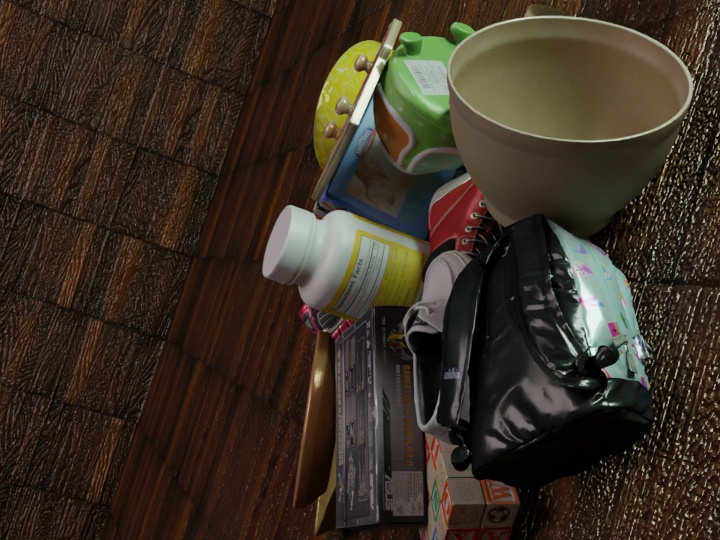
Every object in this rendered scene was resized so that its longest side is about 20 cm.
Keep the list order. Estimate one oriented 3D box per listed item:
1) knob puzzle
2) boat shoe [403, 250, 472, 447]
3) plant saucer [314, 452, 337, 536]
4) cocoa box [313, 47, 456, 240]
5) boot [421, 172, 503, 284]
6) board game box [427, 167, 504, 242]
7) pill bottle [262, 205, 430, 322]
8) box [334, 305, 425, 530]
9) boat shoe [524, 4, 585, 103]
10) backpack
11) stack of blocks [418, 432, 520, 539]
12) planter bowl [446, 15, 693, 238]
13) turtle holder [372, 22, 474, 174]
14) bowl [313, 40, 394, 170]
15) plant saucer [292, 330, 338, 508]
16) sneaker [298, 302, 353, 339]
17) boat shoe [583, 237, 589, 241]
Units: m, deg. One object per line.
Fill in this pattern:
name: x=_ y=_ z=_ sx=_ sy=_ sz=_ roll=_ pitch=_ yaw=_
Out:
knob puzzle: x=-0.005 y=-0.200 z=1.098 sx=0.220 sy=0.030 sz=0.221 roll=-155 pitch=90 yaw=-85
boat shoe: x=0.071 y=0.061 z=0.879 sx=0.072 sy=0.068 sz=0.201 roll=-39 pitch=40 yaw=46
plant saucer: x=-0.009 y=0.195 z=1.184 sx=0.200 sy=0.048 sz=0.201 roll=108 pitch=170 yaw=-56
cocoa box: x=0.046 y=-0.141 z=1.211 sx=0.201 sy=0.133 sz=0.131 roll=-65 pitch=7 yaw=-10
boot: x=0.139 y=-0.059 z=0.977 sx=0.200 sy=0.072 sz=0.145 roll=-39 pitch=25 yaw=37
board game box: x=0.122 y=-0.045 z=1.135 sx=0.120 sy=0.032 sz=0.201 roll=-56 pitch=23 yaw=27
pill bottle: x=0.000 y=0.000 z=1.080 sx=0.112 sy=0.199 sz=0.112 roll=-56 pitch=22 yaw=37
box: x=0.015 y=0.150 z=0.972 sx=0.158 sy=0.048 sz=0.201 roll=131 pitch=140 yaw=-68
boat shoe: x=0.200 y=-0.207 z=1.017 sx=0.201 sy=0.072 sz=0.065 roll=-96 pitch=21 yaw=-54
backpack: x=0.149 y=0.060 z=0.797 sx=0.166 sy=0.126 sz=0.201 roll=-32 pitch=43 yaw=34
stack of blocks: x=0.084 y=0.177 z=0.916 sx=0.201 sy=0.058 sz=0.116 roll=-101 pitch=16 yaw=-54
planter bowl: x=0.170 y=-0.112 z=0.855 sx=0.201 sy=0.199 sz=0.135 roll=-93 pitch=2 yaw=-48
turtle holder: x=0.092 y=-0.178 z=1.062 sx=0.185 sy=0.141 sz=0.132 roll=-42 pitch=-12 yaw=-45
bowl: x=0.035 y=-0.208 z=1.377 sx=0.107 sy=0.200 sz=0.201 roll=23 pitch=95 yaw=29
plant saucer: x=-0.046 y=0.170 z=1.125 sx=0.200 sy=0.037 sz=0.202 roll=-172 pitch=90 yaw=-88
sneaker: x=-0.001 y=0.017 z=1.269 sx=0.200 sy=0.074 sz=0.081 roll=-48 pitch=-10 yaw=-44
boat shoe: x=0.141 y=0.039 z=0.936 sx=0.074 sy=0.066 sz=0.201 roll=-115 pitch=45 yaw=-65
